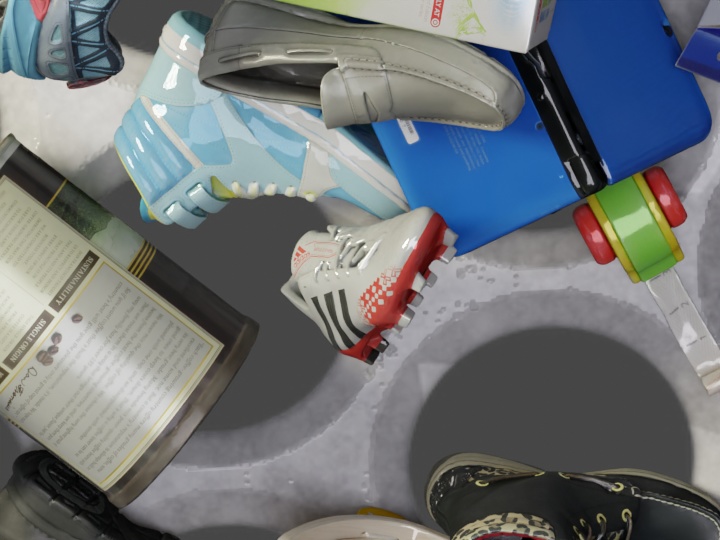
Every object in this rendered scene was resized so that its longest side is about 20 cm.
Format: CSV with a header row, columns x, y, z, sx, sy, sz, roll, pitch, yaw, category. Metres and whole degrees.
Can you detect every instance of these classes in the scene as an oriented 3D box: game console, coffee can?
x,y,z,sx,sy,sz,roll,pitch,yaw,category
0.095,-0.134,1.567,0.170,0.118,0.200,-25,89,23,game console
-0.185,0.032,1.579,0.200,0.146,0.146,38,100,-8,coffee can

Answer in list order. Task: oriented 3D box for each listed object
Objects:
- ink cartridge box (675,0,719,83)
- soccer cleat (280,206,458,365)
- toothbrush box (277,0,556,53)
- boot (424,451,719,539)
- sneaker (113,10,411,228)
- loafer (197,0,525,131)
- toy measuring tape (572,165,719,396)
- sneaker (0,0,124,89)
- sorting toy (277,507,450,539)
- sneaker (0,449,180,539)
x,y,z,sx,sy,sz,roll,pitch,yaw,category
0.278,-0.198,1.556,0.099,0.039,0.200,12,108,-44,ink cartridge box
0.000,0.000,1.558,0.085,0.200,0.069,34,70,0,soccer cleat
0.022,-0.220,1.462,0.199,0.086,0.146,14,104,9,toothbrush box
0.143,0.177,1.608,0.203,0.154,0.074,10,103,-3,boot
-0.065,-0.061,1.597,0.200,0.080,0.131,34,104,-4,sneaker
-0.001,-0.112,1.497,0.200,0.070,0.070,14,64,21,loafer
0.190,-0.002,1.610,0.073,0.074,0.200,-28,101,6,toy measuring tape
-0.145,-0.200,1.420,0.095,0.079,0.200,13,112,-13,sneaker
0.027,0.269,1.662,0.200,0.107,0.180,22,115,9,sorting toy
-0.166,0.207,1.666,0.200,0.076,0.091,40,110,-1,sneaker
